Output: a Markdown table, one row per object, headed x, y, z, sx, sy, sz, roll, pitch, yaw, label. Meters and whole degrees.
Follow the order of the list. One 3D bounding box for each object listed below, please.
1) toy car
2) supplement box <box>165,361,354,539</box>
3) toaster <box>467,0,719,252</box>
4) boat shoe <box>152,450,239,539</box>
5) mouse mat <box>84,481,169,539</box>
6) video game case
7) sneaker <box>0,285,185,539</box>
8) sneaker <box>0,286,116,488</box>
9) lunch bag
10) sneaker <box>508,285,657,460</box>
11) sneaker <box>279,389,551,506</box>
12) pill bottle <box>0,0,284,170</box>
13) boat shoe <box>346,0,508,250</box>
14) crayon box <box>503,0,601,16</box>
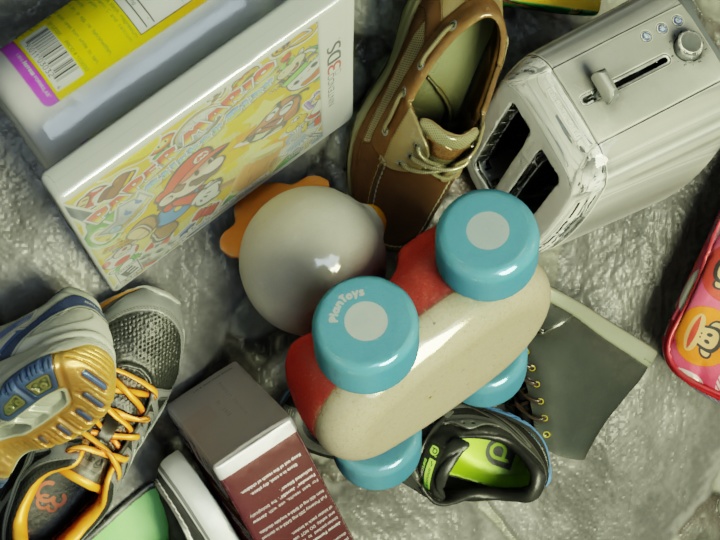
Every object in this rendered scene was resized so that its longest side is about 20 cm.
| x | y | z | sx | sy | sz | roll | pitch | yaw | label |
| --- | --- | --- | --- | --- | --- | --- | --- | --- | --- |
| 0.000 | 0.000 | 0.855 | 0.176 | 0.200 | 0.185 | -35 | 155 | -15 | toy car |
| -0.048 | 0.170 | 0.899 | 0.061 | 0.109 | 0.201 | -32 | 116 | -13 | supplement box |
| 0.153 | -0.090 | 0.896 | 0.128 | 0.200 | 0.114 | -25 | 78 | -18 | toaster |
| -0.104 | 0.217 | 0.915 | 0.066 | 0.070 | 0.202 | -29 | 119 | -16 | boat shoe |
| -0.167 | 0.260 | 0.935 | 0.200 | 0.008 | 0.162 | -40 | 114 | -10 | mouse mat |
| -0.086 | -0.076 | 0.804 | 0.199 | 0.182 | 0.023 | -37 | 77 | -10 | video game case |
| -0.168 | 0.105 | 0.859 | 0.078 | 0.077 | 0.202 | 28 | 89 | -24 | sneaker |
| -0.234 | 0.084 | 0.835 | 0.198 | 0.089 | 0.076 | -27 | 129 | 10 | sneaker |
| 0.333 | 0.021 | 1.000 | 0.175 | 0.082 | 0.202 | 25 | 93 | 12 | lunch bag |
| 0.119 | 0.064 | 0.968 | 0.199 | 0.075 | 0.107 | 28 | 92 | -26 | sneaker |
| 0.040 | 0.114 | 0.931 | 0.197 | 0.083 | 0.072 | 16 | 99 | -4 | sneaker |
| -0.116 | -0.134 | 0.808 | 0.199 | 0.104 | 0.105 | -36 | 113 | -11 | pill bottle |
| 0.043 | -0.096 | 0.871 | 0.075 | 0.074 | 0.202 | 2 | 124 | -20 | boat shoe |
| 0.109 | -0.276 | 0.891 | 0.117 | 0.058 | 0.203 | 3 | 102 | -22 | crayon box |
